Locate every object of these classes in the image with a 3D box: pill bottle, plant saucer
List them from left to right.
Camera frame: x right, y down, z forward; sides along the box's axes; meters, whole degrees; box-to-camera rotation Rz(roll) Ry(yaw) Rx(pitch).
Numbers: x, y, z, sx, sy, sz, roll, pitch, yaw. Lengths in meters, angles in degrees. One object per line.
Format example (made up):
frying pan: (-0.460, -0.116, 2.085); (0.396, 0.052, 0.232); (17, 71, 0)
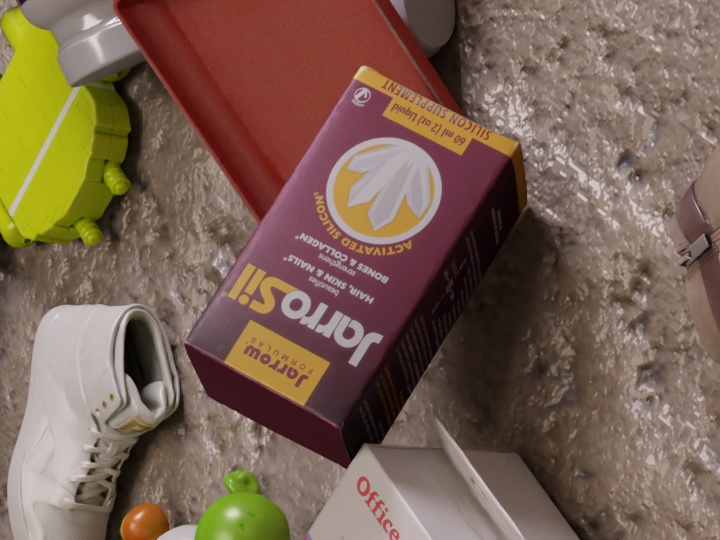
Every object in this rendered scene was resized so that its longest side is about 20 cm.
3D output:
pill bottle: (-0.195, -0.235, 1.791); (0.115, 0.115, 0.201); (-24, 90, 44)
plant saucer: (-0.033, -0.121, 1.618); (0.199, 0.037, 0.201); (-18, 111, 46)

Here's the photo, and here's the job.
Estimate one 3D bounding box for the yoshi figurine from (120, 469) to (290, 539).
yoshi figurine: (-0.100, 0.179, 1.673); (0.199, 0.112, 0.113); (-3, 76, 45)

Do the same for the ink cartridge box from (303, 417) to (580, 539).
ink cartridge box: (0.042, 0.197, 1.493); (0.201, 0.125, 0.129); (-58, 48, 26)

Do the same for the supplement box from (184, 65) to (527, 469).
supplement box: (0.000, 0.000, 1.506); (0.110, 0.086, 0.201); (27, 73, 17)

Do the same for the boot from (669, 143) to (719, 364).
boot: (0.235, 0.013, 1.354); (0.146, 0.070, 0.201); (-41, 55, 45)

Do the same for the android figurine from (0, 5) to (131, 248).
android figurine: (-0.223, -0.101, 1.893); (0.200, 0.041, 0.183); (52, 121, 40)

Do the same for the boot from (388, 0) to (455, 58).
boot: (0.001, -0.225, 1.632); (0.095, 0.073, 0.201); (-10, 79, 40)

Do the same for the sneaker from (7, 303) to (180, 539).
sneaker: (-0.181, 0.120, 1.793); (0.115, 0.073, 0.201); (-7, 78, 51)
